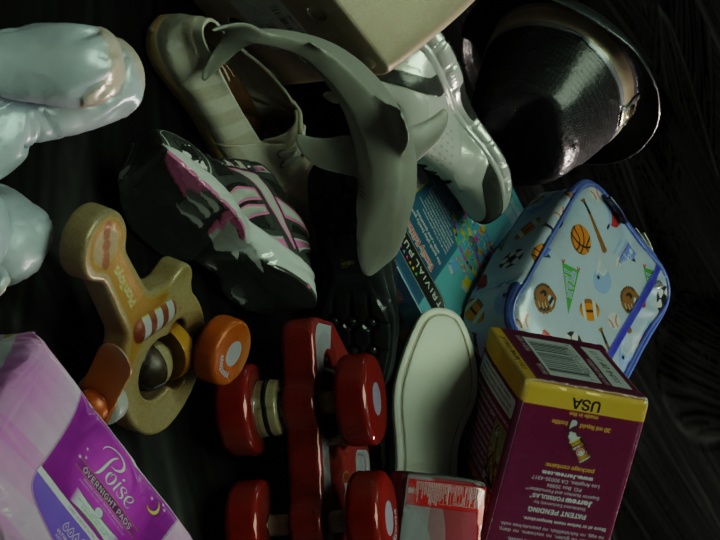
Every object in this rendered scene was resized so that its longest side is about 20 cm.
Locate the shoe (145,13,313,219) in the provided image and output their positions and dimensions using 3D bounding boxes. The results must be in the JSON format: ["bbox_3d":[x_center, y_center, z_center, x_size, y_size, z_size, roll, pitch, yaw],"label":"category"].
[{"bbox_3d":[-0.081,-0.110,1.380,0.200,0.053,0.070,51,44,-33],"label":"shoe"}]

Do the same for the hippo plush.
[{"bbox_3d":[-0.214,-0.062,1.097,0.200,0.159,0.161,3,90,-72],"label":"hippo plush"}]

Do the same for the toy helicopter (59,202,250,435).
[{"bbox_3d":[-0.152,0.036,1.188,0.132,0.079,0.200,-56,150,-26],"label":"toy helicopter"}]

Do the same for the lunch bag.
[{"bbox_3d":[0.181,0.029,1.580,0.160,0.076,0.200,51,52,-19],"label":"lunch bag"}]

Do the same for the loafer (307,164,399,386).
[{"bbox_3d":[0.000,0.000,1.428,0.070,0.068,0.201,-53,141,-62],"label":"loafer"}]

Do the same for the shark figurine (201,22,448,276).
[{"bbox_3d":[-0.005,-0.115,1.314,0.128,0.089,0.215,-42,106,-12],"label":"shark figurine"}]

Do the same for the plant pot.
[{"bbox_3d":[-0.023,-0.249,1.392,0.200,0.200,0.177,48,56,-35],"label":"plant pot"}]

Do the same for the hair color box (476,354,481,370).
[{"bbox_3d":[0.149,0.137,1.620,0.100,0.060,0.200,25,62,-47],"label":"hair color box"}]

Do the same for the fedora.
[{"bbox_3d":[0.144,-0.132,1.526,0.201,0.201,0.092,53,57,-31],"label":"fedora"}]

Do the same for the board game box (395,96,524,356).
[{"bbox_3d":[0.054,-0.049,1.553,0.151,0.047,0.200,61,39,-22],"label":"board game box"}]

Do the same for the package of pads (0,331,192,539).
[{"bbox_3d":[-0.191,0.145,1.143,0.200,0.076,0.121,57,42,-27],"label":"package of pads"}]

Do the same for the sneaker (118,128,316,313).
[{"bbox_3d":[-0.100,-0.048,1.333,0.200,0.080,0.086,48,36,-49],"label":"sneaker"}]

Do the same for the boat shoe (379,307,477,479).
[{"bbox_3d":[0.049,0.130,1.470,0.075,0.062,0.200,1,85,-21],"label":"boat shoe"}]

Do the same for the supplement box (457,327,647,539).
[{"bbox_3d":[0.136,0.162,1.453,0.103,0.131,0.200,10,105,-12],"label":"supplement box"}]

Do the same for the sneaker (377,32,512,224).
[{"bbox_3d":[0.054,-0.107,1.486,0.080,0.074,0.200,-42,126,-15],"label":"sneaker"}]

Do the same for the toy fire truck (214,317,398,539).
[{"bbox_3d":[-0.026,0.138,1.362,0.168,0.112,0.200,28,57,-75],"label":"toy fire truck"}]

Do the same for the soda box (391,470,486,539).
[{"bbox_3d":[0.046,0.250,1.388,0.063,0.070,0.200,8,85,-7],"label":"soda box"}]
